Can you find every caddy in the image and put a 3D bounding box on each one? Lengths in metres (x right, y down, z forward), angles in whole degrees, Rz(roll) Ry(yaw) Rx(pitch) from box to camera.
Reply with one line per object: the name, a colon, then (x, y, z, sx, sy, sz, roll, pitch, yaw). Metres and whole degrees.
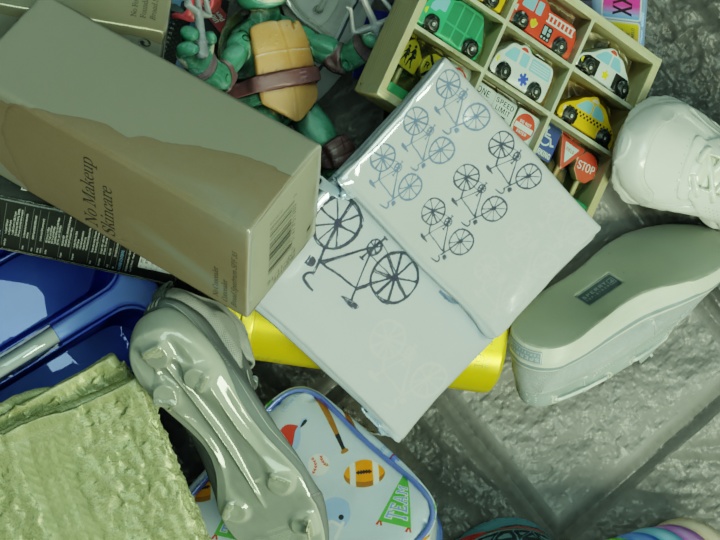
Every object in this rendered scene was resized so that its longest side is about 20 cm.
caddy: (-0.221, 0.056, 1.334, 0.199, 0.105, 0.142, -32, 94, -11)

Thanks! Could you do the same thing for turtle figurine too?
turtle figurine: (-0.045, -0.123, 1.302, 0.149, 0.101, 0.201, -15, 95, -16)

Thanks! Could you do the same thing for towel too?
towel: (-0.168, 0.166, 1.289, 0.148, 0.036, 0.201, -23, 97, 2)

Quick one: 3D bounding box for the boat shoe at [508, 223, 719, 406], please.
boat shoe: (0.178, 0.032, 1.428, 0.200, 0.070, 0.072, -27, 137, -31)

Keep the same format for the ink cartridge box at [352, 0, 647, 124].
ink cartridge box: (0.090, -0.143, 1.421, 0.199, 0.076, 0.137, 4, 86, -9)

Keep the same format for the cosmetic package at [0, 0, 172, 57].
cosmetic package: (-0.216, -0.182, 1.290, 0.199, 0.073, 0.104, 9, 56, -8)

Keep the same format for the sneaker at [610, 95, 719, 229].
sneaker: (0.249, -0.064, 1.386, 0.199, 0.099, 0.078, 11, 98, -46)

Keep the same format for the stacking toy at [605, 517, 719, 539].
stacking toy: (0.169, 0.209, 1.355, 0.199, 0.085, 0.086, 5, 84, -51)

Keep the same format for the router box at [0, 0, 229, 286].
router box: (-0.173, -0.100, 1.331, 0.149, 0.062, 0.201, 11, 56, -7)

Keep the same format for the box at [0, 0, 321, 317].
box: (-0.127, -0.068, 1.212, 0.199, 0.095, 0.078, 28, 59, 16)

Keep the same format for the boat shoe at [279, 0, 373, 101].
boat shoe: (-0.032, -0.196, 1.356, 0.086, 0.075, 0.202, 13, 126, -31)

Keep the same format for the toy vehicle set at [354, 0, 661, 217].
toy vehicle set: (0.098, -0.125, 1.325, 0.199, 0.026, 0.125, 28, 83, -35)

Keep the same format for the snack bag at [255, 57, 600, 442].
snack bag: (0.036, -0.008, 1.301, 0.200, 0.021, 0.189, -46, 126, 0)

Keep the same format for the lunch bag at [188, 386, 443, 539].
lunch bag: (-0.050, 0.181, 1.361, 0.160, 0.076, 0.200, 39, 78, 19)

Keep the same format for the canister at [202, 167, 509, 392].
canister: (0.000, 0.000, 1.390, 0.199, 0.087, 0.150, 9, 85, -11)

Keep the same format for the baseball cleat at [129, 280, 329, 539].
baseball cleat: (-0.071, 0.094, 1.296, 0.069, 0.107, 0.201, -19, 115, 20)

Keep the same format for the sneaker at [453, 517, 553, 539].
sneaker: (0.049, 0.230, 1.379, 0.200, 0.096, 0.080, -36, 93, -11)
